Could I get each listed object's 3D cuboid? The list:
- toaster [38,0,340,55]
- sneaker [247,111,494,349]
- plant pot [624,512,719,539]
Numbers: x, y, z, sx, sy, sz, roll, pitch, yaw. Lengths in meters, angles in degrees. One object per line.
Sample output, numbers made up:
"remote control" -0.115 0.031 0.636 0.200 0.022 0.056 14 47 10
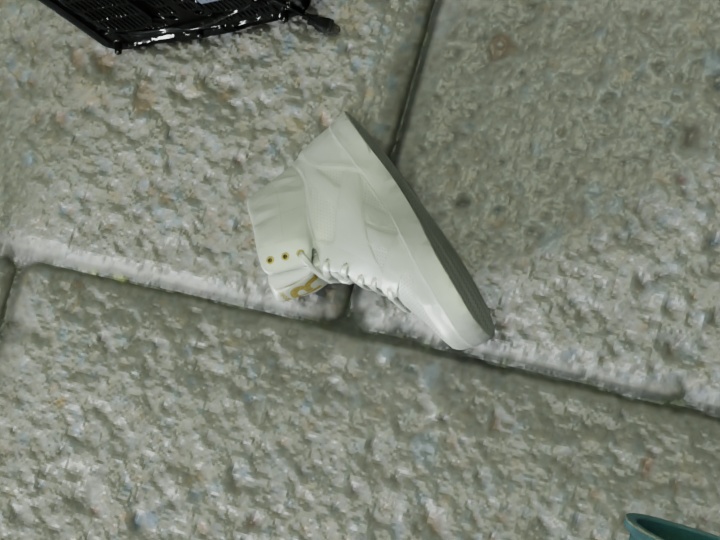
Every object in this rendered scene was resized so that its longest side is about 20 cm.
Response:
"toaster" -0.137 -0.238 1.336 0.180 0.200 0.119 -7 71 25
"sneaker" 0.000 0.000 1.285 0.116 0.074 0.200 -38 58 8
"plant pot" 0.210 0.264 1.083 0.200 0.200 0.197 21 91 22
